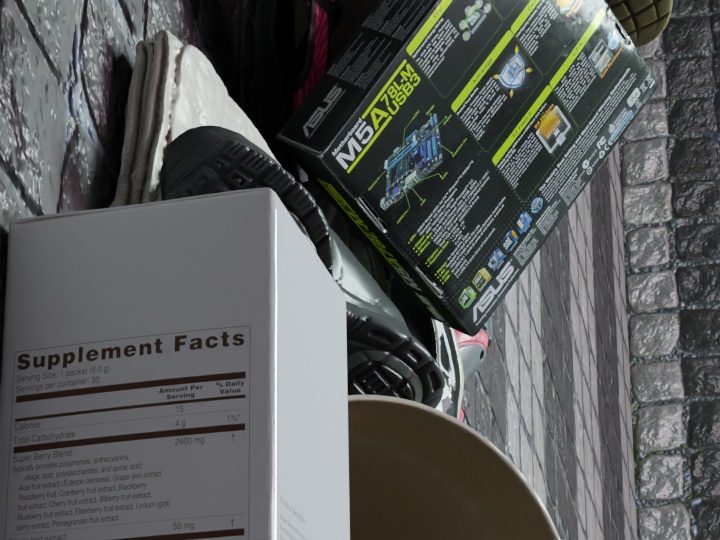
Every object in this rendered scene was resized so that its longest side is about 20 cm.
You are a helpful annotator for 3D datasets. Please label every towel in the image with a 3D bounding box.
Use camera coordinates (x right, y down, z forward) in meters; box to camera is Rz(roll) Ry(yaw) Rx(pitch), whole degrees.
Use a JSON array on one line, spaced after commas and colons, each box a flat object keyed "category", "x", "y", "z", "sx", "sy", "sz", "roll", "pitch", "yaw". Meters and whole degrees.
[{"category": "towel", "x": -0.073, "y": -0.017, "z": 1.137, "sx": 0.200, "sy": 0.034, "sz": 0.133, "roll": 56, "pitch": 34, "yaw": -51}]

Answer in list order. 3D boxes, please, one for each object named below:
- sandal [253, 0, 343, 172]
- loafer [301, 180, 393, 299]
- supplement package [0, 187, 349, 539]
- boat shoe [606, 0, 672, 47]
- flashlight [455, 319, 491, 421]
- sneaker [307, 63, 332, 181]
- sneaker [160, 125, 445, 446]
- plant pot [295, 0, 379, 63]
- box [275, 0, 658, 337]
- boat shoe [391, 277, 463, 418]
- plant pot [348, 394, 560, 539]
[{"category": "sandal", "x": -0.034, "y": -0.121, "z": 1.285, "sx": 0.075, "sy": 0.045, "sz": 0.201, "roll": -73, "pitch": 169, "yaw": -49}, {"category": "loafer", "x": 0.000, "y": 0.000, "z": 1.361, "sx": 0.073, "sy": 0.072, "sz": 0.200, "roll": 56, "pitch": 1, "yaw": 23}, {"category": "supplement package", "x": -0.074, "y": 0.086, "z": 0.918, "sx": 0.121, "sy": 0.119, "sz": 0.201, "roll": 57, "pitch": 30, "yaw": -62}, {"category": "boat shoe", "x": 0.158, "y": -0.223, "z": 1.437, "sx": 0.201, "sy": 0.071, "sz": 0.068, "roll": 63, "pitch": 25, "yaw": -50}, {"category": "flashlight", "x": 0.068, "y": 0.111, "z": 1.711, "sx": 0.068, "sy": 0.067, "sz": 0.201, "roll": 72, "pitch": 15, "yaw": -54}, {"category": "sneaker", "x": 0.007, "y": -0.068, "z": 1.377, "sx": 0.200, "sy": 0.075, "sz": 0.071, "roll": 96, "pitch": 1, "yaw": -70}, {"category": "sneaker", "x": -0.038, "y": 0.001, "z": 1.089, "sx": 0.200, "sy": 0.076, "sz": 0.091, "roll": 54, "pitch": 3, "yaw": -35}, {"category": "plant pot", "x": 0.040, "y": -0.176, "z": 1.446, "sx": 0.200, "sy": 0.176, "sz": 0.201, "roll": -82, "pitch": 161, "yaw": -50}, {"category": "box", "x": 0.068, "y": -0.093, "z": 1.289, "sx": 0.200, "sy": 0.047, "sz": 0.193, "roll": -53, "pitch": 133, "yaw": -11}, {"category": "boat shoe", "x": 0.034, "y": 0.094, "z": 1.543, "sx": 0.068, "sy": 0.071, "sz": 0.202, "roll": 39, "pitch": 48, "yaw": -79}, {"category": "plant pot", "x": -0.013, "y": 0.174, "z": 1.078, "sx": 0.134, "sy": 0.199, "sz": 0.202, "roll": 143, "pitch": -51, "yaw": -61}]
